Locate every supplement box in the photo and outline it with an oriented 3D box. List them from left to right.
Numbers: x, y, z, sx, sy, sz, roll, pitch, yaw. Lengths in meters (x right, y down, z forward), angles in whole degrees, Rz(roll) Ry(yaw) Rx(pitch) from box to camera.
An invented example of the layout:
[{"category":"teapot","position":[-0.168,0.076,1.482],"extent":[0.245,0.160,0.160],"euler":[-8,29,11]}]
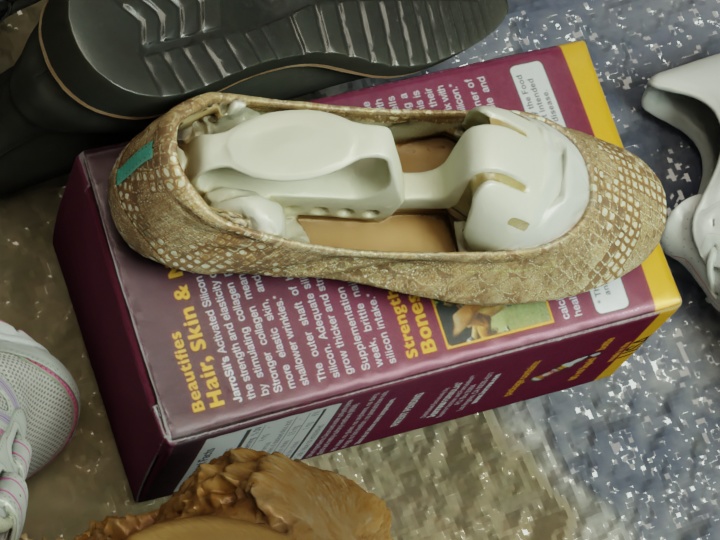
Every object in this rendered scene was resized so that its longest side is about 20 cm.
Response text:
[{"category":"supplement box","position":[0.000,0.000,0.917],"extent":[0.199,0.086,0.111],"euler":[-14,73,-18]}]

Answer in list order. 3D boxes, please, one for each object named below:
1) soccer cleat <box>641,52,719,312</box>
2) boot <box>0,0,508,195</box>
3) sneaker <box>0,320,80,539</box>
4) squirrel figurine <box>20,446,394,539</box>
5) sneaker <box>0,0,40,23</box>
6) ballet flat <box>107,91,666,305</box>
[{"category":"soccer cleat","position":[0.159,0.004,0.967],"extent":[0.085,0.069,0.201],"euler":[-5,67,-5]},{"category":"boot","position":[-0.057,-0.082,0.930],"extent":[0.199,0.138,0.078],"euler":[-10,78,-38]},{"category":"sneaker","position":[-0.146,0.079,0.818],"extent":[0.088,0.082,0.200],"euler":[35,28,16]},{"category":"squirrel figurine","position":[-0.060,0.162,0.810],"extent":[0.141,0.187,0.200],"euler":[23,29,-18]},{"category":"sneaker","position":[-0.138,-0.122,0.882],"extent":[0.090,0.200,0.067],"euler":[27,92,-4]},{"category":"ballet flat","position":[0.016,-0.027,0.848],"extent":[0.199,0.065,0.071],"euler":[-2,69,-14]}]
